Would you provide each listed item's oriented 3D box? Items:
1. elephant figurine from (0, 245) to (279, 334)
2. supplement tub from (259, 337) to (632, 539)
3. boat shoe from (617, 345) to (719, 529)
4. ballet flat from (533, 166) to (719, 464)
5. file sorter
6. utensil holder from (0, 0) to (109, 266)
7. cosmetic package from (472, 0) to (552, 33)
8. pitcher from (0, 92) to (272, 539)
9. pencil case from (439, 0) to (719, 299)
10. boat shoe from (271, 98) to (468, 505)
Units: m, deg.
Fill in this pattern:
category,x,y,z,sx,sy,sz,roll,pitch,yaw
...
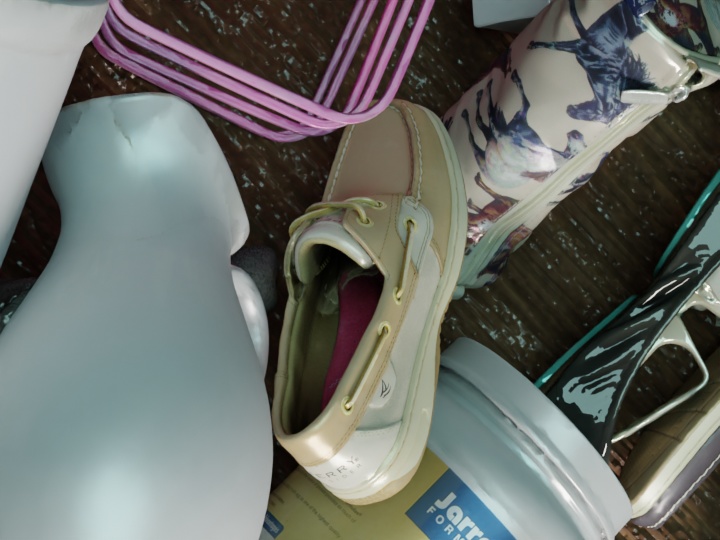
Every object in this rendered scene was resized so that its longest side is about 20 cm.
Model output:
category,x,y,z,sx,sy,sz,roll,pitch,yaw
elephant figurine,-0.142,0.054,0.742,0.140,0.155,0.203,9,75,20
supplement tub,0.020,0.145,0.756,0.200,0.145,0.145,-44,99,-10
boat shoe,0.215,0.068,0.842,0.065,0.072,0.200,44,75,-4
ballet flat,0.167,0.023,0.825,0.068,0.068,0.201,41,93,12
file sorter,-0.047,-0.138,0.718,0.138,0.200,0.127,25,87,-11
utensil holder,-0.207,-0.042,0.593,0.168,0.170,0.202,20,104,-12
cosmetic package,0.092,-0.225,0.806,0.082,0.050,0.203,-5,91,-52
pitcher,-0.083,0.057,0.646,0.120,0.172,0.202,-12,54,21
pencil case,0.090,-0.070,0.759,0.077,0.200,0.090,24,41,-26
boat shoe,0.000,0.000,0.713,0.069,0.073,0.202,34,50,-42
